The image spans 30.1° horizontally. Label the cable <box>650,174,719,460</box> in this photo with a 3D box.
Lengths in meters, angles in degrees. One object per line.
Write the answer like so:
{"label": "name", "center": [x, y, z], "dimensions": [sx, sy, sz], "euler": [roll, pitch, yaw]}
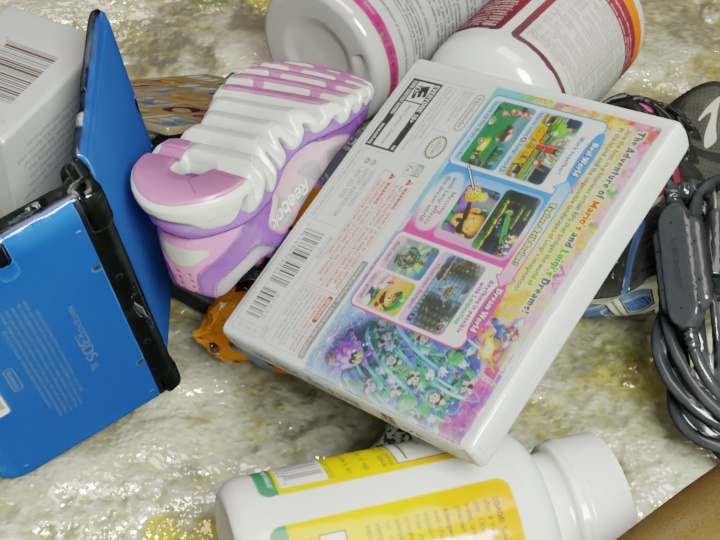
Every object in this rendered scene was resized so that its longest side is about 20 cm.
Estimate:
{"label": "cable", "center": [0.248, 0.038, 0.812], "dimensions": [0.162, 0.051, 0.202], "euler": [7, 67, -29]}

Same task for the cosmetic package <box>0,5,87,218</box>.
{"label": "cosmetic package", "center": [-0.192, -0.037, 0.777], "dimensions": [0.071, 0.201, 0.102], "euler": [20, 47, 16]}

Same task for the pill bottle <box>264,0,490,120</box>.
{"label": "pill bottle", "center": [0.032, -0.205, 1.014], "dimensions": [0.113, 0.114, 0.200], "euler": [31, 52, 24]}

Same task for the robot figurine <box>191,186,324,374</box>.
{"label": "robot figurine", "center": [0.000, 0.000, 0.781], "dimensions": [0.199, 0.058, 0.146], "euler": [-5, 54, 35]}

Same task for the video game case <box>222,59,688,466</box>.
{"label": "video game case", "center": [0.045, -0.015, 0.700], "dimensions": [0.181, 0.024, 0.201], "euler": [22, 69, 40]}

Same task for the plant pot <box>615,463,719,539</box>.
{"label": "plant pot", "center": [0.120, 0.213, 0.587], "dimensions": [0.199, 0.187, 0.187], "euler": [-25, 51, -8]}

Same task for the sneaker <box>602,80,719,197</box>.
{"label": "sneaker", "center": [0.202, -0.084, 0.927], "dimensions": [0.199, 0.084, 0.077], "euler": [-32, 56, -29]}

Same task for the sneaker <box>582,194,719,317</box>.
{"label": "sneaker", "center": [0.177, -0.009, 0.859], "dimensions": [0.199, 0.077, 0.076], "euler": [2, 75, -29]}

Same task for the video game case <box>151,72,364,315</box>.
{"label": "video game case", "center": [-0.091, -0.057, 0.930], "dimensions": [0.142, 0.019, 0.200], "euler": [26, 49, 20]}

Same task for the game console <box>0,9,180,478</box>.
{"label": "game console", "center": [-0.168, -0.008, 0.727], "dimensions": [0.170, 0.200, 0.119], "euler": [-30, 59, -13]}

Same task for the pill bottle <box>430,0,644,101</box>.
{"label": "pill bottle", "center": [0.114, -0.139, 0.958], "dimensions": [0.109, 0.110, 0.200], "euler": [28, 51, 22]}

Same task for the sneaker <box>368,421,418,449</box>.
{"label": "sneaker", "center": [0.022, 0.045, 0.807], "dimensions": [0.088, 0.077, 0.201], "euler": [-13, 44, -1]}

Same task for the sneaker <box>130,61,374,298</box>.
{"label": "sneaker", "center": [-0.058, -0.053, 0.768], "dimensions": [0.080, 0.089, 0.200], "euler": [14, 37, 24]}

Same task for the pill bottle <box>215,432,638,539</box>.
{"label": "pill bottle", "center": [0.034, 0.142, 0.679], "dimensions": [0.198, 0.113, 0.113], "euler": [-11, 47, -13]}

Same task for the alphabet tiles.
{"label": "alphabet tiles", "center": [-0.101, -0.115, 0.896], "dimensions": [0.167, 0.008, 0.199], "euler": [17, 21, 42]}
